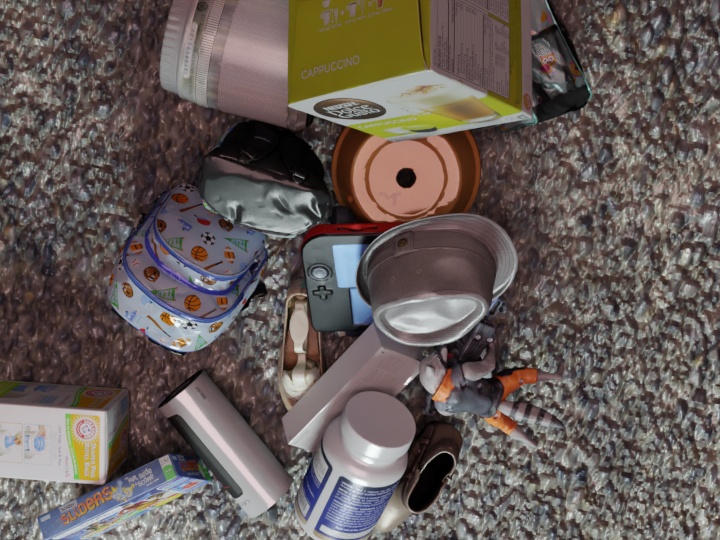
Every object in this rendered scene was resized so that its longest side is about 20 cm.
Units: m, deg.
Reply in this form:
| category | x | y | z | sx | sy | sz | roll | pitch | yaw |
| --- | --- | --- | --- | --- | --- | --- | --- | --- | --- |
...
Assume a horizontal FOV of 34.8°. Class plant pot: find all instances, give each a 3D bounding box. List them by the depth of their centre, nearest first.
| category | x | y | z | sx | sy | sz | roll | pitch | yaw |
| --- | --- | --- | --- | --- | --- | --- | --- | --- | --- |
| plant pot | 0.059 | -0.123 | 1.454 | 0.198 | 0.140 | 0.202 | 0 | 99 | 1 |

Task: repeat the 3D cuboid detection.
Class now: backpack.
| category | x | y | z | sx | sy | sz | roll | pitch | yaw |
| --- | --- | --- | --- | --- | --- | --- | --- | --- | --- |
| backpack | 0.173 | -0.272 | 1.406 | 0.152 | 0.176 | 0.201 | -18 | 96 | -6 |
| backpack | -0.119 | -0.116 | 1.429 | 0.162 | 0.201 | 0.154 | 16 | 123 | -10 |
| backpack | -0.218 | 0.002 | 1.449 | 0.199 | 0.191 | 0.154 | 28 | 137 | -1 |

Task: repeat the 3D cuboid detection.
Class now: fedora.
| category | x | y | z | sx | sy | sz | roll | pitch | yaw |
| --- | --- | --- | --- | --- | --- | --- | --- | --- | --- |
| fedora | 0.088 | 0.025 | 1.356 | 0.198 | 0.091 | 0.177 | -12 | 136 | 15 |

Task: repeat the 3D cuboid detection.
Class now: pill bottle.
| category | x | y | z | sx | sy | sz | roll | pitch | yaw |
| --- | --- | --- | --- | --- | --- | --- | --- | --- | --- |
| pill bottle | -0.006 | 0.256 | 1.484 | 0.115 | 0.116 | 0.201 | 23 | 128 | -2 |

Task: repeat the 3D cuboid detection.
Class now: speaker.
| category | x | y | z | sx | sy | sz | roll | pitch | yaw |
| --- | --- | --- | --- | --- | --- | --- | --- | --- | --- |
| speaker | -0.180 | 0.235 | 1.553 | 0.081 | 0.081 | 0.200 | -37 | 97 | 7 |

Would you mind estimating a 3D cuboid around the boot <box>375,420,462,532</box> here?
| category | x | y | z | sx | sy | sz | roll | pitch | yaw |
| --- | --- | --- | --- | --- | --- | --- | --- | --- | --- |
| boot | 0.069 | 0.285 | 1.518 | 0.070 | 0.146 | 0.201 | 26 | 100 | -5 |

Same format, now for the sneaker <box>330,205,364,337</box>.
| category | x | y | z | sx | sy | sz | roll | pitch | yaw |
| --- | --- | --- | --- | --- | --- | --- | --- | --- | --- |
| sneaker | 0.000 | 0.000 | 1.491 | 0.081 | 0.070 | 0.201 | -2 | 130 | 0 |

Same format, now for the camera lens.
| category | x | y | z | sx | sy | sz | roll | pitch | yaw |
| --- | --- | --- | --- | --- | --- | --- | --- | --- | --- |
| camera lens | -0.133 | -0.270 | 1.425 | 0.198 | 0.160 | 0.161 | 14 | 100 | -1 |

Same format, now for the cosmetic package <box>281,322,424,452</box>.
| category | x | y | z | sx | sy | sz | roll | pitch | yaw |
| --- | --- | --- | --- | --- | --- | --- | --- | --- | --- |
| cosmetic package | -0.011 | 0.159 | 1.507 | 0.082 | 0.051 | 0.200 | 23 | 121 | -38 |

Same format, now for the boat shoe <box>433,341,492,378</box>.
| category | x | y | z | sx | sy | sz | roll | pitch | yaw |
| --- | --- | --- | --- | --- | --- | --- | --- | --- | --- |
| boat shoe | 0.131 | 0.097 | 1.522 | 0.070 | 0.072 | 0.202 | -11 | 101 | 0 |

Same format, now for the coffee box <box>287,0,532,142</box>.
| category | x | y | z | sx | sy | sz | roll | pitch | yaw |
| --- | --- | --- | --- | --- | --- | --- | --- | --- | --- |
| coffee box | 0.054 | -0.268 | 1.253 | 0.199 | 0.197 | 0.202 | -6 | 79 | 39 |

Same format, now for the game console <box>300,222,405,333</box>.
| category | x | y | z | sx | sy | sz | roll | pitch | yaw |
| --- | --- | --- | --- | --- | --- | --- | --- | --- | --- |
| game console | 0.030 | 0.013 | 1.430 | 0.198 | 0.031 | 0.178 | -1 | 131 | 5 |

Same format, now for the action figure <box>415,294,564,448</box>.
| category | x | y | z | sx | sy | sz | roll | pitch | yaw |
| --- | --- | --- | --- | --- | --- | --- | --- | --- | --- |
| action figure | 0.166 | 0.133 | 1.452 | 0.192 | 0.105 | 0.201 | 14 | 116 | -13 |

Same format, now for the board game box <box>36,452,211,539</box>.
| category | x | y | z | sx | sy | sz | roll | pitch | yaw |
| --- | --- | --- | --- | --- | --- | --- | --- | --- | --- |
| board game box | -0.312 | 0.306 | 1.540 | 0.199 | 0.135 | 0.035 | -26 | 74 | 5 |

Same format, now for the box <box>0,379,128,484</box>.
| category | x | y | z | sx | sy | sz | roll | pitch | yaw |
| --- | --- | --- | --- | --- | --- | --- | --- | --- | --- |
| box | -0.420 | 0.214 | 1.539 | 0.198 | 0.113 | 0.102 | 4 | 99 | 5 |

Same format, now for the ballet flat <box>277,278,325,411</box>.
| category | x | y | z | sx | sy | sz | roll | pitch | yaw |
| --- | --- | --- | --- | --- | --- | --- | --- | --- | --- |
| ballet flat | -0.081 | 0.112 | 1.535 | 0.067 | 0.067 | 0.202 | -2 | 100 | 3 |
